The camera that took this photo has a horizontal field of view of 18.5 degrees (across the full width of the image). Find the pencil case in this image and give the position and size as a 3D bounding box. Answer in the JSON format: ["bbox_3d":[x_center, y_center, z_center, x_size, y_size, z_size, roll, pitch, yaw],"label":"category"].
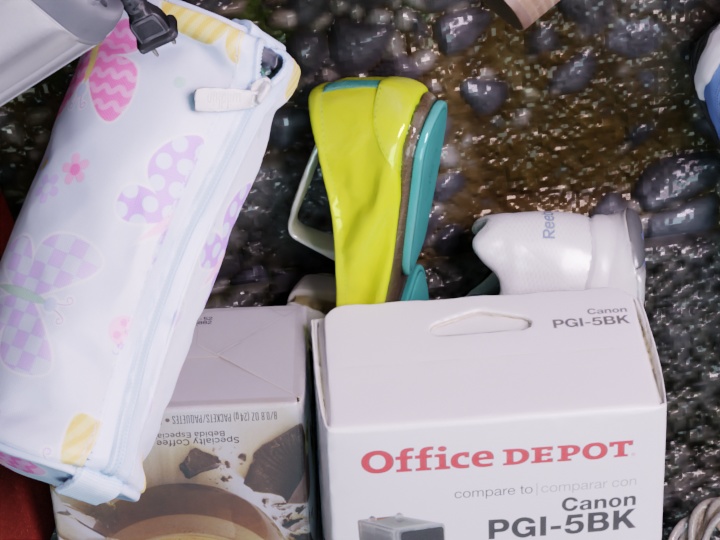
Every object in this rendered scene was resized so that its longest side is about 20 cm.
[{"bbox_3d":[-0.092,-0.009,0.876,0.090,0.201,0.083,16,169,32],"label":"pencil case"}]

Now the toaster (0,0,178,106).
[{"bbox_3d":[-0.177,-0.126,0.821,0.129,0.114,0.200,-32,124,22],"label":"toaster"}]

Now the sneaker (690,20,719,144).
[{"bbox_3d":[0.207,-0.033,0.964,0.075,0.077,0.200,-27,125,16],"label":"sneaker"}]

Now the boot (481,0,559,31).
[{"bbox_3d":[0.048,-0.205,0.808,0.200,0.074,0.155,45,88,1],"label":"boot"}]

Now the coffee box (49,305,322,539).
[{"bbox_3d":[-0.073,0.121,0.989,0.112,0.080,0.201,-3,122,2],"label":"coffee box"}]

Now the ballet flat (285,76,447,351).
[{"bbox_3d":[0.000,0.000,0.982,0.067,0.067,0.201,10,127,12],"label":"ballet flat"}]

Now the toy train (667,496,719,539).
[{"bbox_3d":[0.179,0.187,1.138,0.115,0.085,0.200,23,123,-36],"label":"toy train"}]

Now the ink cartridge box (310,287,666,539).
[{"bbox_3d":[0.056,0.117,0.969,0.146,0.083,0.201,-4,124,-1],"label":"ink cartridge box"}]

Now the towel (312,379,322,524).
[{"bbox_3d":[-0.074,0.131,1.078,0.111,0.049,0.201,9,127,-13],"label":"towel"}]

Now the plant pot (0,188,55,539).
[{"bbox_3d":[-0.235,0.074,0.930,0.199,0.177,0.201,-14,129,3],"label":"plant pot"}]

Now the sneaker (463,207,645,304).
[{"bbox_3d":[0.071,0.052,1.029,0.086,0.075,0.201,10,119,-4],"label":"sneaker"}]
